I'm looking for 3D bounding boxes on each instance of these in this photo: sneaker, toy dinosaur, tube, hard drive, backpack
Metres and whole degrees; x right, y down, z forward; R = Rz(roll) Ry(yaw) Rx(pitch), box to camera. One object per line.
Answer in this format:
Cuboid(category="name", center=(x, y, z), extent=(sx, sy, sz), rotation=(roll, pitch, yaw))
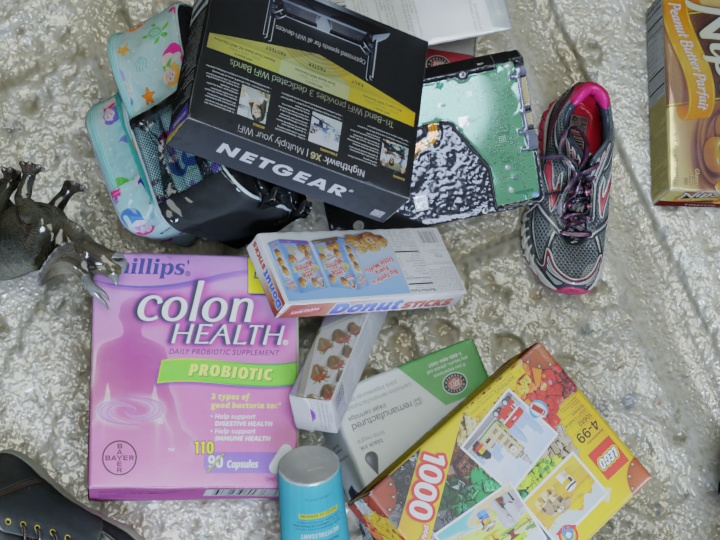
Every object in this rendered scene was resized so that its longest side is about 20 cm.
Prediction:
Cuboid(category="sneaker", center=(-0.252, 0.233, 1.332), extent=(0.199, 0.106, 0.075), rotation=(35, 106, 6))
Cuboid(category="toy dinosaur", center=(-0.287, -0.031, 1.365), extent=(0.199, 0.077, 0.103), rotation=(3, 74, 31))
Cuboid(category="tube", center=(-0.036, 0.239, 1.360), extent=(0.077, 0.051, 0.201), rotation=(-10, 123, -8))
Cuboid(category="hard drive", center=(0.057, -0.110, 1.460), extent=(0.198, 0.038, 0.141), rotation=(-12, 114, 1))
Cuboid(category="sneaker", center=(0.194, -0.077, 1.511), extent=(0.080, 0.075, 0.202), rotation=(4, 77, -9))
Cuboid(category="backpack", center=(-0.145, -0.122, 1.408), extent=(0.150, 0.177, 0.201), rotation=(-20, 79, 17))

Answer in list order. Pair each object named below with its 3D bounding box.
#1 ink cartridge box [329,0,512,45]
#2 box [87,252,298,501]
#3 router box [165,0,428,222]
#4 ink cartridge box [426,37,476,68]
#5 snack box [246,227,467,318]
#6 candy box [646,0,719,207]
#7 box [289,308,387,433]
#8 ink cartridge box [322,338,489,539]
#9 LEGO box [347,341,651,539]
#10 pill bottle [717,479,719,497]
Cuboid(category="ink cartridge box", center=(0.026, -0.283, 1.460), extent=(0.172, 0.044, 0.202), rotation=(-12, 79, -12))
Cuboid(category="box", center=(-0.143, 0.093, 1.399), extent=(0.174, 0.097, 0.202), rotation=(2, 76, -9))
Cuboid(category="router box", center=(-0.047, -0.146, 1.334), extent=(0.199, 0.052, 0.158), rotation=(20, 60, -20))
Cuboid(category="ink cartridge box", center=(0.034, -0.248, 1.518), extent=(0.145, 0.083, 0.202), rotation=(7, 76, -7))
Cuboid(category="snack box", center=(0.000, 0.000, 1.404), extent=(0.199, 0.024, 0.072), rotation=(-3, 59, -39))
Cuboid(category="candy box", center=(0.339, -0.162, 1.566), extent=(0.114, 0.055, 0.202), rotation=(3, 76, -9))
Cuboid(category="box", center=(-0.011, 0.057, 1.407), extent=(0.038, 0.042, 0.201), rotation=(6, 41, 16))
Cuboid(category="ink cartridge box", center=(0.065, 0.181, 1.421), extent=(0.146, 0.083, 0.201), rotation=(-21, 81, -14))
Cuboid(category="LEGO box", center=(0.113, 0.182, 1.343), extent=(0.200, 0.077, 0.149), rotation=(-40, 88, -22))
Cuboid(category="pill bottle", center=(0.401, 0.126, 1.479), extent=(0.111, 0.112, 0.201), rotation=(20, 74, -5))
